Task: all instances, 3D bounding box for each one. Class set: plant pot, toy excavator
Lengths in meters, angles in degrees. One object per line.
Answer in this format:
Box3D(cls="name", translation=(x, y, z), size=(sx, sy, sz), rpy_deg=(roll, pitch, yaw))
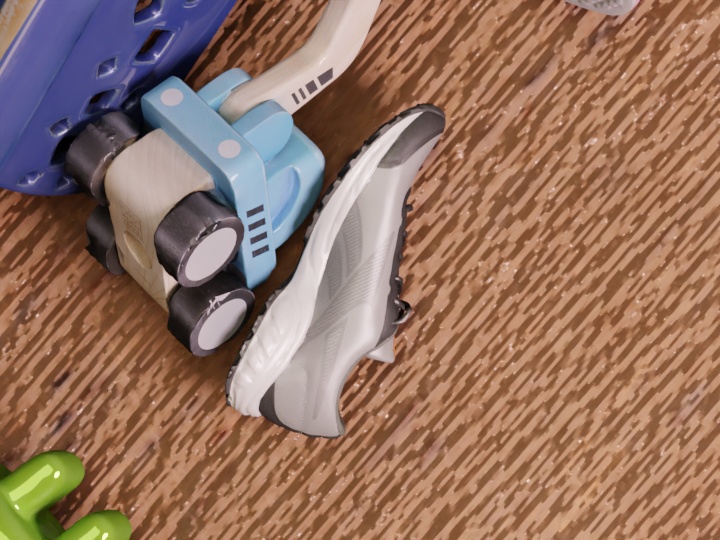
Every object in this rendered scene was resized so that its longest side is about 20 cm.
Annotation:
Box3D(cls="plant pot", translation=(-0.201, -0.158, 1.252), size=(0.200, 0.180, 0.200), rpy_deg=(41, 117, 10))
Box3D(cls="toy excavator", translation=(-0.055, -0.083, 1.269), size=(0.200, 0.195, 0.100), rpy_deg=(-38, 62, -22))

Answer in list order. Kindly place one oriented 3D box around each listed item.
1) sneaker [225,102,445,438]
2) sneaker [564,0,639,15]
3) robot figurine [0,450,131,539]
Box3D(cls="sneaker", translation=(0.000, 0.000, 1.296), size=(0.079, 0.074, 0.201), rpy_deg=(27, 92, 1))
Box3D(cls="sneaker", translation=(0.087, -0.226, 1.317), size=(0.199, 0.075, 0.105), rpy_deg=(25, 72, 16))
Box3D(cls="robot figurine", translation=(-0.221, 0.182, 1.268), size=(0.200, 0.116, 0.176), rpy_deg=(-40, 87, 0))
